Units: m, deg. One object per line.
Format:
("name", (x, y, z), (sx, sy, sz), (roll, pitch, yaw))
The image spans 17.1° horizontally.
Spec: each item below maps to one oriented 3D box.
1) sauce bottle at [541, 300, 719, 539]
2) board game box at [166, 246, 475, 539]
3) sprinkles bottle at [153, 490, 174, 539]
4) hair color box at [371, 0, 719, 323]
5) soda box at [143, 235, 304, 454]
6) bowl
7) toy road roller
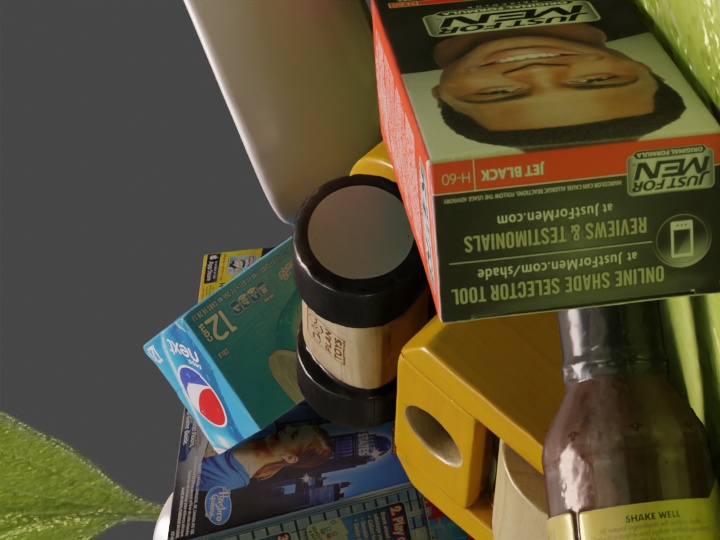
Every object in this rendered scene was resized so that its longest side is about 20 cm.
("sauce bottle", (0.098, 0.092, 0.839), (0.065, 0.064, 0.202), (101, 165, -79))
("board game box", (0.017, 0.069, 1.147), (0.201, 0.198, 0.062), (-86, -11, -48))
("sprinkles bottle", (-0.010, 0.160, 1.151), (0.199, 0.068, 0.069), (24, 132, 36))
("hair color box", (0.063, -0.050, 0.866), (0.200, 0.101, 0.062), (-105, 10, -67))
("soda box", (0.000, 0.000, 1.114), (0.064, 0.200, 0.068), (54, 155, -1))
("bowl", (-0.037, -0.126, 1.124), (0.200, 0.074, 0.201), (-55, -57, -85))
("toy road roller", (0.070, 0.021, 0.976), (0.200, 0.146, 0.123), (42, 158, 21))
